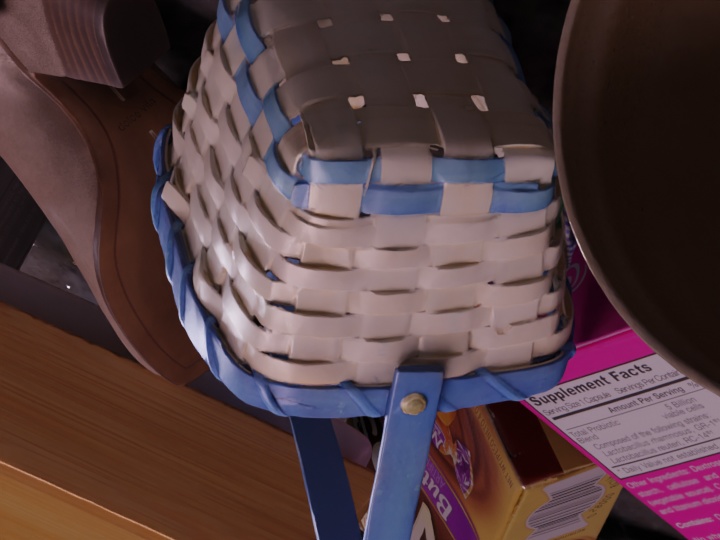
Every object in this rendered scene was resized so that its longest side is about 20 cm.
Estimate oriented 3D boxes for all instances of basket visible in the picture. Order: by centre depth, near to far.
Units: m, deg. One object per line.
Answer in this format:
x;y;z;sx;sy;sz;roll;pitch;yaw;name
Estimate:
0.000;0.000;0.959;0.139;0.176;0.200;1;133;-18;basket

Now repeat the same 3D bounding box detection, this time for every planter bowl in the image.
0.175;-0.041;0.798;0.200;0.200;0.135;6;171;31;planter bowl

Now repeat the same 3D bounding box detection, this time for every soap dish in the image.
-0.104;0.087;1.129;0.200;0.081;0.157;25;151;-3;soap dish

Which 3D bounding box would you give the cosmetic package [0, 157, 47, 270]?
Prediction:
-0.231;-0.056;1.161;0.200;0.090;0.107;30;152;-11;cosmetic package

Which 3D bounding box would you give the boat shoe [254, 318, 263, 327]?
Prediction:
-0.070;0.006;1.150;0.068;0.075;0.200;23;139;8;boat shoe

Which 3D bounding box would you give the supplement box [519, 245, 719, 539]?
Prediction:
0.163;0.048;1.000;0.200;0.101;0.103;40;147;-20;supplement box

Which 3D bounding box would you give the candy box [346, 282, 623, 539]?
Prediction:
0.046;0.076;1.116;0.200;0.056;0.117;103;146;-59;candy box

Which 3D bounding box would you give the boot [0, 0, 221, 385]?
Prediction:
-0.125;-0.062;1.055;0.146;0.070;0.200;22;132;38;boot

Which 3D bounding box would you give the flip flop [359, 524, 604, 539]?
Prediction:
0.087;0.144;1.240;0.200;0.081;0.058;17;163;6;flip flop
